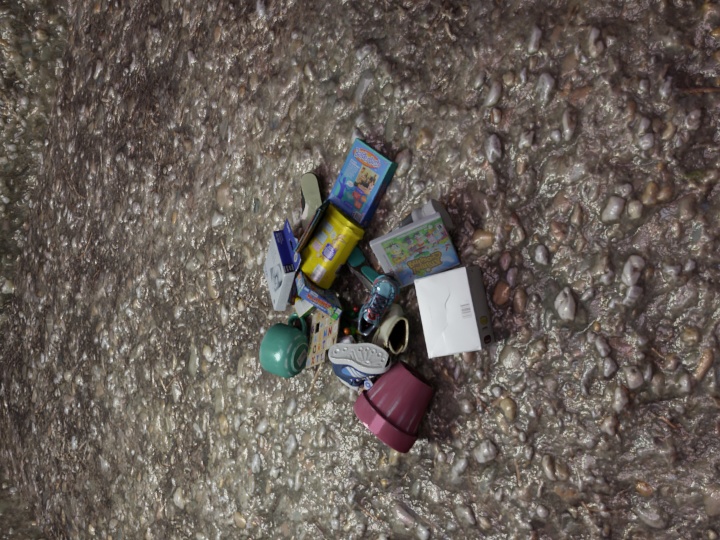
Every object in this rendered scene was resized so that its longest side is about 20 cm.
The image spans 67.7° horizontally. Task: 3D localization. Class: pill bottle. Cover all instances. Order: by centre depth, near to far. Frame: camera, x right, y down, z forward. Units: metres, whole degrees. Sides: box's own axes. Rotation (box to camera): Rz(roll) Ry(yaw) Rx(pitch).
[{"bbox_3d":[0.149,-0.093,1.452,0.199,0.112,0.115,-40,71,26],"label":"pill bottle"}]

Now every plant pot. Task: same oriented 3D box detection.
[{"bbox_3d":[0.103,0.355,1.457,0.198,0.199,0.182,37,94,26],"label":"plant pot"}]

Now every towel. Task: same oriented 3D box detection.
[{"bbox_3d":[-0.139,-0.132,1.564,0.021,0.200,0.150,29,104,-2],"label":"towel"}]

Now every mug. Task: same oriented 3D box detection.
[{"bbox_3d":[-0.225,0.239,1.679,0.111,0.150,0.193,13,98,30],"label":"mug"}]

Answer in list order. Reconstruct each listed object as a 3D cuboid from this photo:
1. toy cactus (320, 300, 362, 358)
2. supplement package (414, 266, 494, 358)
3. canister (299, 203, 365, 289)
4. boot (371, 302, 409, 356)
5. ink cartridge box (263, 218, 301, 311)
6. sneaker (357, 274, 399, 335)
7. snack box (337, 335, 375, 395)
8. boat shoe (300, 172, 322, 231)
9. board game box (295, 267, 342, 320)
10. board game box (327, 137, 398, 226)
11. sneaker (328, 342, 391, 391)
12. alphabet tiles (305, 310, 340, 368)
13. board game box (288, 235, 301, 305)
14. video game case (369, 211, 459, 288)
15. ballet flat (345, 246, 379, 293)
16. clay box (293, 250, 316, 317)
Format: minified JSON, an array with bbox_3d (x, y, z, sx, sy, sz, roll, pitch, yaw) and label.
[{"bbox_3d":[-0.059,0.157,1.614,0.201,0.100,0.168,-48,57,33],"label":"toy cactus"},{"bbox_3d":[0.245,0.106,1.394,0.152,0.110,0.208,-14,84,32],"label":"supplement package"},{"bbox_3d":[-0.089,-0.068,1.560,0.203,0.085,0.148,-57,45,9],"label":"canister"},{"bbox_3d":[0.080,0.205,1.478,0.069,0.155,0.207,15,99,-9],"label":"boot"},{"bbox_3d":[-0.243,-0.020,1.635,0.204,0.039,0.203,-67,32,34],"label":"ink cartridge box"},{"bbox_3d":[0.047,0.102,1.457,0.077,0.097,0.203,24,129,0],"label":"sneaker"},{"bbox_3d":[-0.012,0.284,1.563,0.070,0.024,0.205,-15,110,34],"label":"snack box"},{"bbox_3d":[-0.151,-0.201,1.678,0.071,0.063,0.210,-4,102,-1],"label":"boat shoe"},{"bbox_3d":[-0.125,0.060,1.549,0.133,0.200,0.035,35,98,-19],"label":"board game box"},{"bbox_3d":[0.004,-0.261,1.581,0.151,0.044,0.204,38,111,27],"label":"board game box"},{"bbox_3d":[0.011,0.274,1.476,0.193,0.082,0.149,5,138,28],"label":"sneaker"},{"bbox_3d":[-0.111,0.193,1.601,0.199,0.007,0.173,-32,46,55],"label":"alphabet tiles"},{"bbox_3d":[-0.223,-0.006,1.674,0.102,0.019,0.208,23,108,52],"label":"board game box"},{"bbox_3d":[0.145,-0.045,1.400,0.194,0.184,0.023,-22,42,12],"label":"video game case"},{"bbox_3d":[0.000,0.000,1.583,0.201,0.066,0.065,49,145,25],"label":"ballet flat"},{"bbox_3d":[-0.190,0.031,1.712,0.114,0.047,0.205,-37,71,31],"label":"clay box"}]
